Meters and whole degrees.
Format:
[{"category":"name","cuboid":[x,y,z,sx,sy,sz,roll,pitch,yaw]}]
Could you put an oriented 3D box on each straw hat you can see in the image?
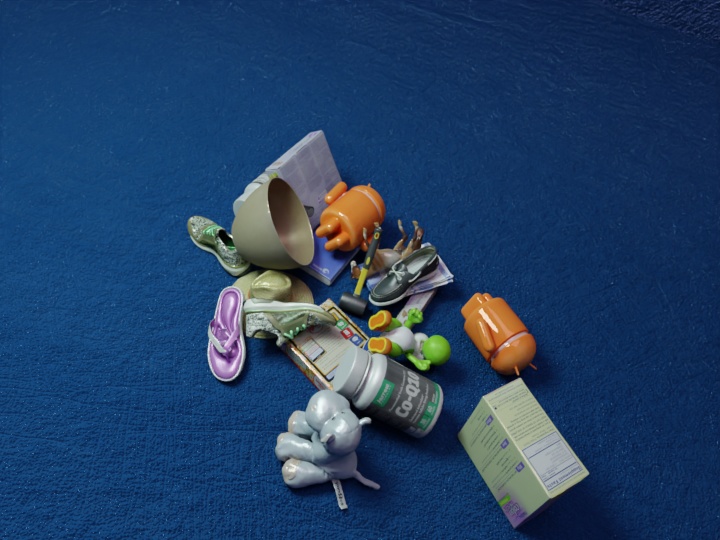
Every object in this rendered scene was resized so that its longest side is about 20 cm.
[{"category":"straw hat","cuboid":[-0.197,0.045,1.267,0.196,0.086,0.204,6,51,-7]}]

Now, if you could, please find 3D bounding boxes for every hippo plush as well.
[{"category":"hippo plush","cuboid":[-0.066,0.311,1.032,0.157,0.162,0.201,-20,58,-26]}]

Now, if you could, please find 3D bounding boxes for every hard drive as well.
[{"category":"hard drive","cuboid":[-0.075,-0.065,1.420,0.130,0.026,0.201,30,52,12]}]

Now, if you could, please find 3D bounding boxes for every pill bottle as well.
[{"category":"pill bottle","cuboid":[-0.218,-0.188,1.431,0.113,0.115,0.200,30,52,13]},{"category":"pill bottle","cuboid":[0.052,0.233,1.116,0.197,0.113,0.114,28,48,-14]}]

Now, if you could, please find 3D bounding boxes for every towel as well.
[{"category":"towel","cuboid":[0.105,0.003,1.370,0.196,0.024,0.148,-16,44,-11]}]

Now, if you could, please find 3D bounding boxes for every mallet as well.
[{"category":"mallet","cuboid":[0.000,0.000,1.296,0.064,0.204,0.041,13,9,7]}]

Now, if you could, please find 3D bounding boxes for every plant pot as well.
[{"category":"plant pot","cuboid":[-0.207,-0.087,1.278,0.132,0.201,0.203,-19,49,17]}]

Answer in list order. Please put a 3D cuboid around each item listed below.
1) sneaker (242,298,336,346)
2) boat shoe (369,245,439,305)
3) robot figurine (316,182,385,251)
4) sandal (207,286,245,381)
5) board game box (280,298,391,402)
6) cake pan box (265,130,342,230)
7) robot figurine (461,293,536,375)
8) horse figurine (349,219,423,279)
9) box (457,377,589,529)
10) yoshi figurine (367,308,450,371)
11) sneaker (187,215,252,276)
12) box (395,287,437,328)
[{"category":"sneaker","cuboid":[-0.147,0.113,1.184,0.195,0.077,0.091,5,76,-2]},{"category":"boat shoe","cuboid":[0.098,0.007,1.304,0.199,0.061,0.075,-35,50,-27]},{"category":"robot figurine","cuboid":[-0.017,-0.125,1.380,0.143,0.118,0.200,32,53,21]},{"category":"sandal","cuboid":[-0.281,0.125,1.186,0.081,0.050,0.207,-9,63,9]},{"category":"board game box","cuboid":[-0.056,0.173,1.220,0.150,0.047,0.200,-33,64,-31]},{"category":"cake pan box","cuboid":[-0.125,-0.217,1.418,0.052,0.187,0.201,6,42,37]},{"category":"robot figurine","cuboid":[0.306,0.144,1.273,0.115,0.144,0.201,-31,61,-6]},{"category":"horse figurine","cuboid":[0.070,-0.048,1.342,0.196,0.135,0.050,-10,25,-22]},{"category":"box","cuboid":[0.293,0.340,1.073,0.095,0.178,0.202,-17,56,-23]},{"category":"yoshi figurine","cuboid":[0.114,0.150,1.192,0.198,0.113,0.112,24,15,-38]},{"category":"sneaker","cuboid":[-0.327,-0.080,1.338,0.199,0.089,0.077,37,54,18]},{"category":"box","cuboid":[0.121,0.092,1.325,0.038,0.042,0.201,29,53,14]}]
